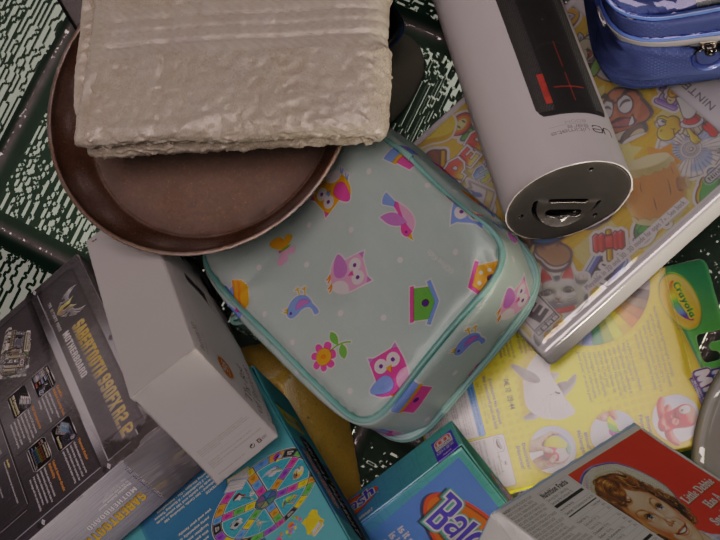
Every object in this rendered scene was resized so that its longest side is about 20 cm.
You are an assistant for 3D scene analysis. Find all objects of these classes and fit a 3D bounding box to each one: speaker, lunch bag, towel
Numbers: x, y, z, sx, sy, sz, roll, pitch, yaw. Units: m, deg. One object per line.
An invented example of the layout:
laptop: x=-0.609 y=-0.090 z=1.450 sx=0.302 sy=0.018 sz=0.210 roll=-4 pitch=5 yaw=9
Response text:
speaker: x=0.101 y=-0.120 z=0.855 sx=0.081 sy=0.081 sz=0.201 roll=-18 pitch=60 yaw=7
lunch bag: x=0.000 y=0.000 z=0.858 sx=0.200 sy=0.077 sz=0.161 roll=43 pitch=101 yaw=35
towel: x=-0.076 y=-0.134 z=0.827 sx=0.199 sy=0.034 sz=0.133 roll=0 pitch=76 yaw=13
lunch bag: x=0.194 y=-0.206 z=0.808 sx=0.135 sy=0.132 sz=0.201 roll=-8 pitch=73 yaw=9

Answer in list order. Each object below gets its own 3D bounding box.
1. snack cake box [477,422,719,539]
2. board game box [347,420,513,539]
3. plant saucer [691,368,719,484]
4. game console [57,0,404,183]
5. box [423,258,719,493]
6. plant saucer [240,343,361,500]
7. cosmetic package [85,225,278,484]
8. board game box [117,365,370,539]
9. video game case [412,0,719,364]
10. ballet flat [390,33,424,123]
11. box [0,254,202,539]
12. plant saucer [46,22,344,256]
snack cake box: x=0.145 y=0.158 z=0.733 sx=0.115 sy=0.200 sz=0.067 roll=32 pitch=112 yaw=24
board game box: x=0.024 y=0.212 z=0.838 sx=0.200 sy=0.045 sz=0.152 roll=-37 pitch=104 yaw=4
plant saucer: x=0.298 y=0.116 z=0.810 sx=0.199 sy=0.050 sz=0.201 roll=0 pitch=87 yaw=-5
game console: x=-0.096 y=-0.182 z=0.907 sx=0.199 sy=0.118 sz=0.171 roll=-30 pitch=101 yaw=4
box: x=0.135 y=0.071 z=0.872 sx=0.199 sy=0.048 sz=0.118 roll=-15 pitch=79 yaw=10
plant saucer: x=-0.100 y=0.152 z=0.899 sx=0.199 sy=0.048 sz=0.201 roll=-12 pitch=79 yaw=8
cosmetic package: x=-0.112 y=0.037 z=0.841 sx=0.051 sy=0.200 sz=0.083 roll=-39 pitch=122 yaw=3
board game box: x=-0.073 y=0.173 z=0.792 sx=0.151 sy=0.047 sz=0.200 roll=-39 pitch=44 yaw=3
video game case: x=0.136 y=-0.069 z=0.874 sx=0.200 sy=0.023 sz=0.182 roll=-42 pitch=57 yaw=2
ballet flat: x=-0.046 y=-0.099 z=0.919 sx=0.199 sy=0.064 sz=0.068 roll=-30 pitch=79 yaw=4
box: x=-0.198 y=0.101 z=0.870 sx=0.158 sy=0.048 sz=0.200 roll=-41 pitch=41 yaw=1
plant saucer: x=-0.096 y=-0.102 z=0.857 sx=0.199 sy=0.034 sz=0.201 roll=-4 pitch=74 yaw=14
